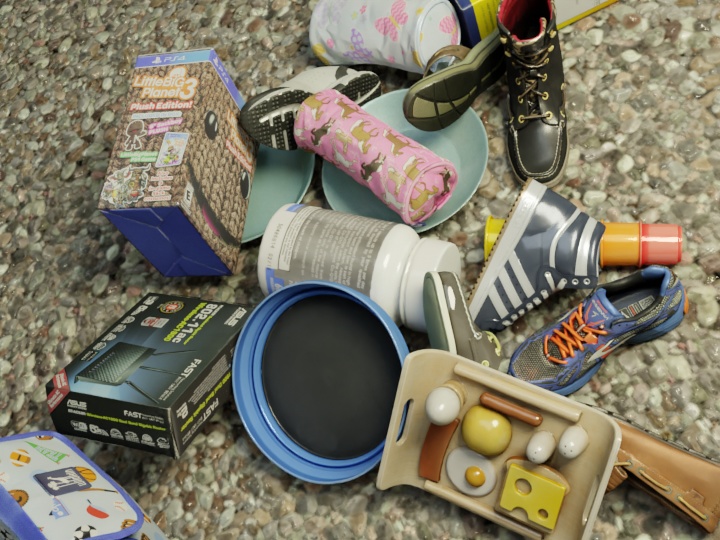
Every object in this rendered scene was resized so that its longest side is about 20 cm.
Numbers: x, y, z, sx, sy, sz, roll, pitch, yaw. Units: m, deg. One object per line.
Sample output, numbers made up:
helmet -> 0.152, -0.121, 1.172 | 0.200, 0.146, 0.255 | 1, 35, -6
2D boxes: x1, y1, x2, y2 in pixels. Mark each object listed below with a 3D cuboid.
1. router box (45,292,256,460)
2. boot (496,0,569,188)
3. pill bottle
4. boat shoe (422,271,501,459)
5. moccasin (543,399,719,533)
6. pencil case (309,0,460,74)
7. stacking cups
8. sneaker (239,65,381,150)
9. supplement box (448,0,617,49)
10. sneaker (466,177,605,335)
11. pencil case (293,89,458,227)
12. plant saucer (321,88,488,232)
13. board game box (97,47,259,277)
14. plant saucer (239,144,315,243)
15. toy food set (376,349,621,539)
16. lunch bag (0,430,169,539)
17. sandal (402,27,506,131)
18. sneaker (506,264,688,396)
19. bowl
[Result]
router box -> -0.209, 0.102, 0.971 | 0.148, 0.063, 0.200 | 7, 31, 20
boot -> 0.189, -0.207, 1.008 | 0.072, 0.151, 0.203 | 0, 63, 18
pill bottle -> 0.000, 0.000, 0.983 | 0.197, 0.114, 0.115 | 12, 67, 24
boat shoe -> 0.108, 0.094, 0.886 | 0.060, 0.072, 0.204 | -14, 97, -8
moccasin -> 0.230, 0.175, 0.835 | 0.199, 0.074, 0.079 | 24, 79, 7
pencil case -> 0.026, -0.288, 1.121 | 0.198, 0.083, 0.092 | 15, 97, 42
stacking cups -> 0.230, -0.023, 0.958 | 0.197, 0.061, 0.061 | 4, 64, 16
sneaker -> -0.069, -0.200, 1.110 | 0.198, 0.075, 0.080 | -22, 38, -38
supplement box -> 0.200, -0.354, 1.108 | 0.198, 0.109, 0.111 | -25, 58, 4
sneaker -> 0.170, 0.022, 0.919 | 0.107, 0.070, 0.202 | 26, 106, 8
pencil case -> 0.012, -0.128, 1.015 | 0.082, 0.087, 0.199 | -28, 51, -36
plant saucer -> 0.054, -0.120, 1.074 | 0.198, 0.039, 0.204 | -7, 61, 14
board game box -> -0.196, -0.117, 1.042 | 0.095, 0.160, 0.203 | -1, 63, 16
plant saucer -> -0.144, -0.112, 1.137 | 0.197, 0.036, 0.203 | -8, 60, 15
toy food set -> 0.117, 0.170, 0.816 | 0.198, 0.060, 0.146 | 21, 112, 23
lunch bag -> -0.281, 0.250, 0.893 | 0.169, 0.200, 0.124 | 33, 77, 31
sandal -> 0.107, -0.223, 1.046 | 0.057, 0.080, 0.201 | 34, 51, 20
sneaker -> 0.227, 0.052, 0.901 | 0.199, 0.079, 0.076 | -33, 57, -1
bowl -> -0.037, 0.110, 0.929 | 0.198, 0.039, 0.204 | 2, 95, 26
